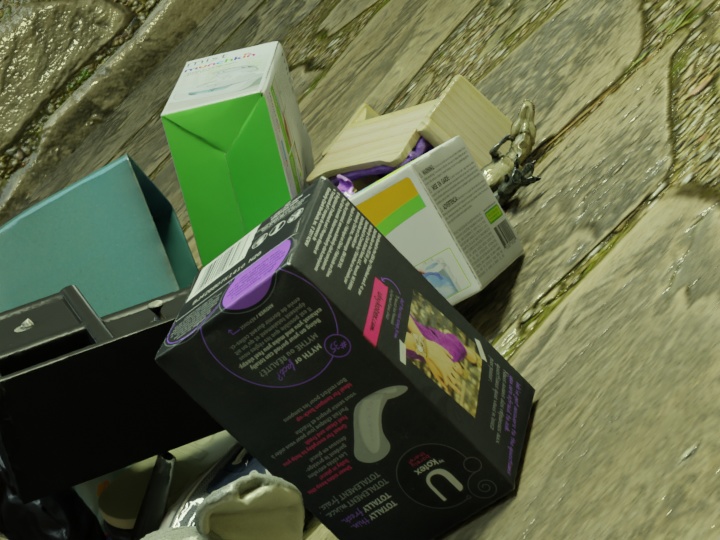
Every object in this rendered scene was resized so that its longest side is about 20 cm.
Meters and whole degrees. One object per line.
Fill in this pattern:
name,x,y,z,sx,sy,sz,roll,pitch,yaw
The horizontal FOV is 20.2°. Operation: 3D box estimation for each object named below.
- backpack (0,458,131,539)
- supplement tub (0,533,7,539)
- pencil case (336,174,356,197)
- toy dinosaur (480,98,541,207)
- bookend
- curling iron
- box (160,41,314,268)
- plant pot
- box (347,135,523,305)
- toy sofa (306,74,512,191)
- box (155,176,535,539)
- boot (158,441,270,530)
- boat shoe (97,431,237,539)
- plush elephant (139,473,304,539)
backpack,-0.191,0.139,1.568,0.200,0.167,0.127,-38,-16,-32
supplement tub,-0.261,0.173,1.729,0.123,0.123,0.200,-51,17,-22
pencil case,-0.048,0.018,1.665,0.200,0.086,0.084,-51,36,-15
toy dinosaur,0.092,-0.055,1.582,0.200,0.047,0.088,-49,2,-14
bookend,-0.178,0.059,1.445,0.200,0.092,0.199,-19,21,-13
curling iron,-0.166,0.203,1.431,0.026,0.050,0.200,-78,12,-53
box,-0.095,-0.080,1.783,0.097,0.200,0.177,-12,21,6
plant pot,-0.241,0.025,1.681,0.200,0.141,0.141,-24,-19,2
box,0.000,0.000,1.477,0.200,0.101,0.112,-29,3,26
toy sofa,0.043,-0.093,1.727,0.098,0.083,0.200,-54,19,-19
box,-0.006,0.065,1.233,0.122,0.200,0.106,-35,18,29
boot,-0.067,0.149,1.400,0.090,0.073,0.200,-33,18,52
boat shoe,-0.105,0.146,1.504,0.201,0.063,0.074,-36,39,-27
plush elephant,-0.075,0.200,1.072,0.165,0.155,0.200,-40,33,9
